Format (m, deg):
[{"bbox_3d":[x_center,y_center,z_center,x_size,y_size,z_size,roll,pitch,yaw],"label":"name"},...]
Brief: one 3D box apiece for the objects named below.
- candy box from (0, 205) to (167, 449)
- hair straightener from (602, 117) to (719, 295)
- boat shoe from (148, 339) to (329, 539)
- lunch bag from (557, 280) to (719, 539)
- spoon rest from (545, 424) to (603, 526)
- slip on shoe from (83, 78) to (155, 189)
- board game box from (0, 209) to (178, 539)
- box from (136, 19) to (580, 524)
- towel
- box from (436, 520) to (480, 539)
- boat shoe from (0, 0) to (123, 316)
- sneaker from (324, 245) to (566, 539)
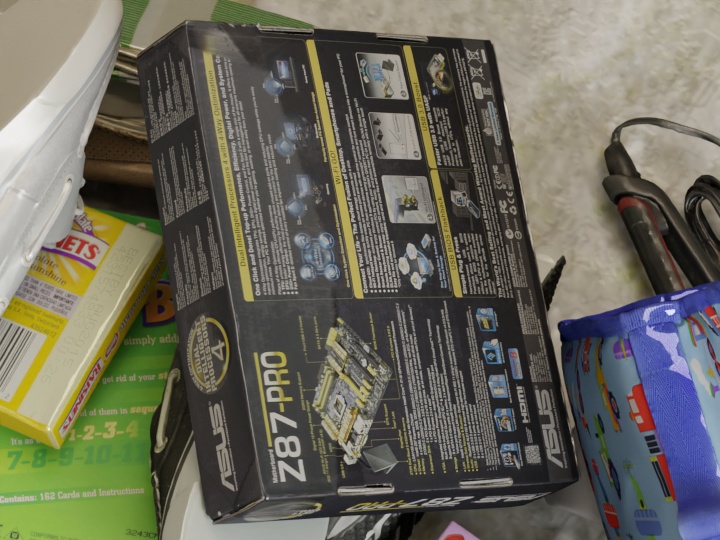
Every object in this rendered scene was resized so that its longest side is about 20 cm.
[{"bbox_3d":[-0.193,-0.004,1.171,0.200,0.026,0.102,22,64,17],"label":"candy box"},{"bbox_3d":[0.172,0.008,1.266,0.077,0.041,0.200,-15,61,-18],"label":"hair straightener"},{"bbox_3d":[-0.052,0.074,1.122,0.071,0.064,0.200,33,55,-32],"label":"boat shoe"},{"bbox_3d":[0.131,0.084,1.049,0.094,0.200,0.151,-17,89,9],"label":"lunch bag"},{"bbox_3d":[0.178,0.125,1.177,0.200,0.061,0.100,22,96,5],"label":"spoon rest"},{"bbox_3d":[-0.064,-0.051,1.237,0.200,0.076,0.061,14,98,-12],"label":"slip on shoe"},{"bbox_3d":[-0.110,0.067,1.172,0.095,0.030,0.200,11,63,-6],"label":"board game box"},{"bbox_3d":[0.000,0.000,1.111,0.161,0.049,0.200,0,73,-37],"label":"box"},{"bbox_3d":[-0.095,-0.107,1.233,0.200,0.023,0.153,14,18,-3],"label":"towel"},{"bbox_3d":[0.035,0.221,1.101,0.137,0.039,0.200,35,68,7],"label":"box"},{"bbox_3d":[-0.150,-0.031,1.126,0.072,0.069,0.200,8,64,42],"label":"boat shoe"},{"bbox_3d":[0.014,0.052,1.193,0.080,0.074,0.200,28,52,10],"label":"sneaker"}]
